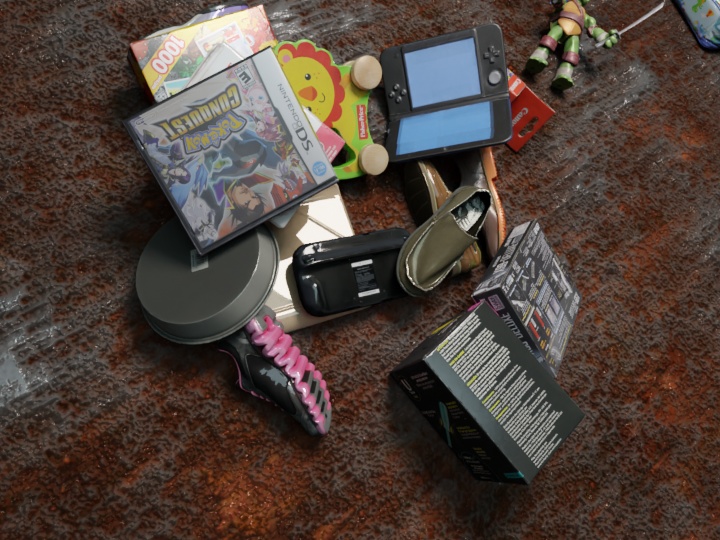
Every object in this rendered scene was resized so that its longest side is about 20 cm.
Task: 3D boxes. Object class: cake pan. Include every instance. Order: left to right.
[{"bbox_3d":[-0.204,-0.004,0.727,0.198,0.037,0.202,-6,61,11],"label":"cake pan"}]

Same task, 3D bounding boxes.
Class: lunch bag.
[{"bbox_3d":[0.782,-0.589,1.217,0.160,0.082,0.201,-25,81,-20],"label":"lunch bag"}]

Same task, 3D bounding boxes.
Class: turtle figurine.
[{"bbox_3d":[0.399,-0.446,1.016,0.144,0.199,0.195,28,87,-46],"label":"turtle figurine"}]

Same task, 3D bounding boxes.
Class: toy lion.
[{"bbox_3d":[-0.062,-0.232,0.824,0.190,0.069,0.202,-12,106,-21],"label":"toy lion"}]

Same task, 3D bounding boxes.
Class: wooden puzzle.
[{"bbox_3d":[-0.090,-0.019,0.818,0.184,0.037,0.202,-15,82,-20],"label":"wooden puzzle"}]

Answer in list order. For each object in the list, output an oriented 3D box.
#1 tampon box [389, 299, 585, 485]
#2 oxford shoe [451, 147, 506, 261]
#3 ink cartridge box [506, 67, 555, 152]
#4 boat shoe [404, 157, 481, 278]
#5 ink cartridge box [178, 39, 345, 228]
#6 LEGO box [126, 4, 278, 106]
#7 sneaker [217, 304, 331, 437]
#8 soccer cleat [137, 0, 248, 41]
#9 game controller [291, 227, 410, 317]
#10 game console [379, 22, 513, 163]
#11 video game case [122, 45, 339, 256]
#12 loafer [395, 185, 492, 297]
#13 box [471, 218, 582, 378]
[{"bbox_3d":[0.165,0.168,0.765,0.126,0.150,0.200,-39,86,-22],"label":"tampon box"},{"bbox_3d":[0.197,-0.105,0.918,0.072,0.071,0.202,-11,81,15],"label":"oxford shoe"},{"bbox_3d":[0.213,-0.287,0.942,0.200,0.109,0.050,41,51,0],"label":"ink cartridge box"},{"bbox_3d":[0.130,-0.089,0.885,0.068,0.072,0.202,-18,89,-22],"label":"boat shoe"},{"bbox_3d":[-0.145,-0.174,0.739,0.200,0.085,0.146,37,90,-16],"label":"ink cartridge box"},{"bbox_3d":[-0.211,-0.275,0.813,0.199,0.077,0.150,-29,106,-22],"label":"LEGO box"},{"bbox_3d":[-0.116,0.144,0.746,0.095,0.079,0.201,-33,95,13],"label":"sneaker"},{"bbox_3d":[-0.249,-0.354,0.867,0.200,0.068,0.074,-37,104,-24],"label":"soccer cleat"},{"bbox_3d":[0.000,0.000,0.806,0.199,0.042,0.105,-12,94,-27],"label":"game controller"},{"bbox_3d":[0.126,-0.273,0.860,0.198,0.118,0.172,-7,107,18],"label":"game console"},{"bbox_3d":[-0.153,-0.144,0.686,0.199,0.025,0.182,-29,104,-5],"label":"video game case"},{"bbox_3d":[0.123,-0.050,0.802,0.075,0.070,0.201,38,74,-10],"label":"loafer"},{"bbox_3d":[0.254,0.039,0.827,0.158,0.050,0.200,55,43,-13],"label":"box"}]
